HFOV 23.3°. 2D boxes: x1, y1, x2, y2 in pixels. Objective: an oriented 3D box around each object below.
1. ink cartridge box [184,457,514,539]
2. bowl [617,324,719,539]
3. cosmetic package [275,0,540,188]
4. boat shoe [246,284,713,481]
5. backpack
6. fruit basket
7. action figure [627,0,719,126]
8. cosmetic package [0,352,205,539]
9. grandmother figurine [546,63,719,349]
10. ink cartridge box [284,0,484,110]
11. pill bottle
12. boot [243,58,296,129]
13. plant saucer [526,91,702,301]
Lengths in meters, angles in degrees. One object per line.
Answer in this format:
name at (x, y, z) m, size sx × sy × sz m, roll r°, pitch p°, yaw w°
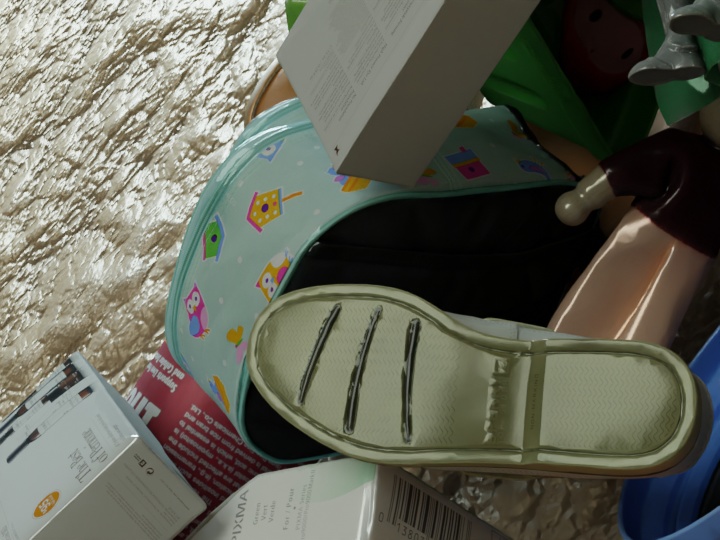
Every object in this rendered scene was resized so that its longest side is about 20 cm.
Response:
ink cartridge box at (-0.016, 0.150, 0.840) m, size 0.199 × 0.160 × 0.051 m, roll -12°, pitch 54°, yaw 41°
bowl at (0.186, 0.046, 0.733) m, size 0.201 × 0.039 × 0.201 m, roll -51°, pitch 4°, yaw 5°
cosmetic package at (0.042, -0.138, 0.739) m, size 0.201 × 0.050 × 0.083 m, roll -55°, pitch 42°, yaw 31°
boat shoe at (0.048, 0.055, 0.733) m, size 0.198 × 0.068 × 0.076 m, roll 11°, pitch 79°, yaw 24°
backpack at (0.000, 0.000, 0.864) m, size 0.153 × 0.199 × 0.177 m, roll 44°, pitch 128°, yaw 32°
fruit basket at (0.135, -0.159, 0.853) m, size 0.214 × 0.215 × 0.157 m, roll 4°, pitch 63°, yaw 48°
action figure at (0.126, -0.178, 0.733) m, size 0.118 × 0.054 × 0.202 m, roll 123°, pitch 147°, yaw -61°
cosmetic package at (-0.140, 0.101, 0.852) m, size 0.083 × 0.051 × 0.200 m, roll -45°, pitch 18°, yaw -7°
grandmother figurine at (0.151, -0.017, 0.827) m, size 0.202 × 0.120 × 0.061 m, roll -63°, pitch 35°, yaw 9°
ink cartridge box at (0.031, -0.151, 1.004) m, size 0.075 × 0.149 × 0.201 m, roll 8°, pitch 46°, yaw 16°
pill bottle at (-0.100, 0.123, 0.993) m, size 0.201 × 0.113 × 0.113 m, roll -56°, pitch 37°, yaw -5°
boot at (-0.001, -0.065, 1.083) m, size 0.153 × 0.074 × 0.202 m, roll -8°, pitch 59°, yaw 38°
plant saucer at (0.130, -0.066, 0.966) m, size 0.199 × 0.032 × 0.202 m, roll -28°, pitch 44°, yaw 30°
